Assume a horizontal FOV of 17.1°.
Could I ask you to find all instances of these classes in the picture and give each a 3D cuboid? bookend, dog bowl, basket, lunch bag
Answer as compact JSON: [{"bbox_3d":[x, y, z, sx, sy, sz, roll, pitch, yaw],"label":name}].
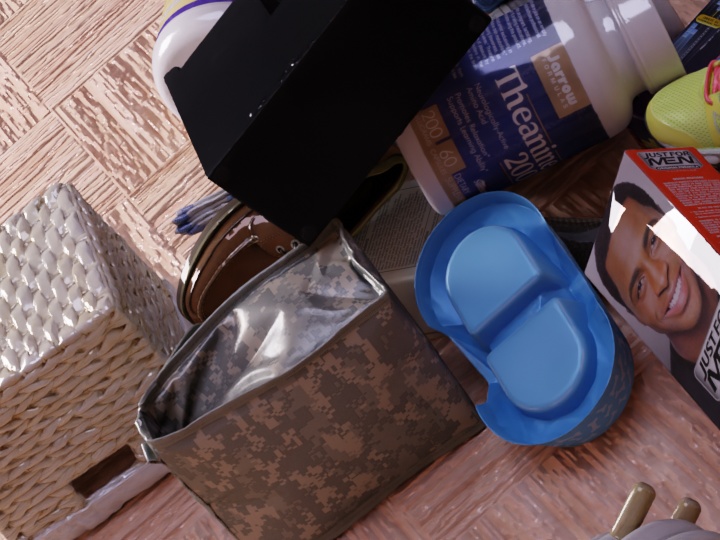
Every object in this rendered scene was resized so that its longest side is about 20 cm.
[{"bbox_3d":[-0.029,-0.152,1.664,0.199,0.092,0.200,-51,25,10],"label":"bookend"},{"bbox_3d":[0.115,0.037,1.630,0.111,0.050,0.200,-42,52,16],"label":"dog bowl"},{"bbox_3d":[-0.237,0.076,1.840,0.198,0.161,0.200,-34,39,6],"label":"basket"},{"bbox_3d":[-0.043,0.093,1.652,0.200,0.164,0.118,-37,41,1],"label":"lunch bag"}]

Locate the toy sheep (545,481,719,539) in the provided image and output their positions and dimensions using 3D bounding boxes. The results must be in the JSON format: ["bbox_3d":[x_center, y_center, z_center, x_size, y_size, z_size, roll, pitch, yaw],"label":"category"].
[{"bbox_3d":[0.176,0.202,1.384,0.138,0.138,0.200,-47,41,-10],"label":"toy sheep"}]

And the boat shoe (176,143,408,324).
[{"bbox_3d":[-0.050,-0.029,1.740,0.200,0.072,0.068,-48,46,0],"label":"boat shoe"}]

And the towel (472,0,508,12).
[{"bbox_3d":[0.131,-0.245,1.852,0.112,0.049,0.200,-35,-2,10],"label":"towel"}]

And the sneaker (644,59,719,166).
[{"bbox_3d":[0.272,-0.134,1.589,0.200,0.090,0.078,-14,46,32],"label":"sneaker"}]

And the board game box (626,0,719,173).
[{"bbox_3d":[0.301,-0.131,1.681,0.165,0.057,0.200,-47,37,-11],"label":"board game box"}]

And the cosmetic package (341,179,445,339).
[{"bbox_3d":[0.000,0.000,1.787,0.200,0.073,0.104,-10,46,34],"label":"cosmetic package"}]

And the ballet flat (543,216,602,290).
[{"bbox_3d":[0.174,-0.009,1.670,0.200,0.068,0.046,4,13,44],"label":"ballet flat"}]

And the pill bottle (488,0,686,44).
[{"bbox_3d":[0.137,-0.152,1.793,0.200,0.114,0.114,-36,37,5],"label":"pill bottle"}]

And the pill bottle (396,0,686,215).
[{"bbox_3d":[0.122,-0.128,1.681,0.200,0.111,0.111,-26,39,9],"label":"pill bottle"}]

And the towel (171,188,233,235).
[{"bbox_3d":[-0.039,-0.076,1.876,0.200,0.024,0.147,-24,-3,18],"label":"towel"}]

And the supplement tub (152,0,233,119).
[{"bbox_3d":[-0.093,-0.226,2.038,0.145,0.145,0.200,-18,42,26],"label":"supplement tub"}]

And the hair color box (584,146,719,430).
[{"bbox_3d":[0.225,0.017,1.509,0.061,0.102,0.200,-4,36,-28],"label":"hair color box"}]

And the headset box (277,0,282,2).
[{"bbox_3d":[0.005,-0.233,1.934,0.200,0.149,0.077,-66,2,-45],"label":"headset box"}]
